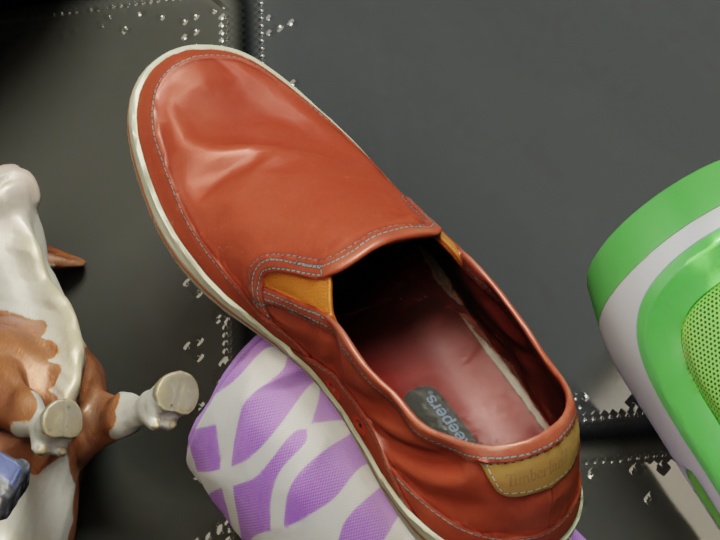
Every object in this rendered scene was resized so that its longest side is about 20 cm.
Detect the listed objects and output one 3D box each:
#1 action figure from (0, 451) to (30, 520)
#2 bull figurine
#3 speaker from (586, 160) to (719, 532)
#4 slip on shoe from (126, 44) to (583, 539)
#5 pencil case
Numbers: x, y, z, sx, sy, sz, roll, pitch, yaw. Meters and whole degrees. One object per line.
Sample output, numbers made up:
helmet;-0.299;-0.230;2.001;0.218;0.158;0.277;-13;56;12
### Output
action figure;-0.207;0.061;0.867;0.200;0.105;0.193;34;52;20
bull figurine;-0.115;0.068;0.929;0.121;0.065;0.201;8;82;60
speaker;0.148;0.064;0.853;0.088;0.088;0.200;-33;67;5
slip on shoe;0.000;0.000;0.856;0.074;0.061;0.200;-24;60;-26
pencil case;0.032;0.095;0.884;0.200;0.085;0.084;49;128;23
